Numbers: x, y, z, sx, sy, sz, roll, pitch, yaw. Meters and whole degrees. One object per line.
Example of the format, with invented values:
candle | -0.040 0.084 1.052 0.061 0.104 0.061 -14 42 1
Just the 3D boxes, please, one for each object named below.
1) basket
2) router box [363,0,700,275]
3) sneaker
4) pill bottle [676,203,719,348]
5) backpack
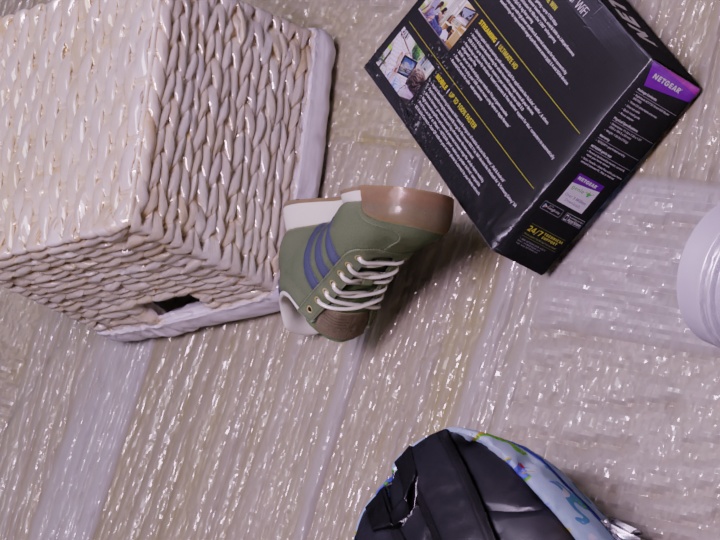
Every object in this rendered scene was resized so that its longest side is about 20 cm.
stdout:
basket | -0.144 -0.073 1.846 0.198 0.161 0.200 -12 66 44
router box | 0.099 -0.116 1.674 0.149 0.051 0.200 -50 43 17
sneaker | 0.000 0.000 1.703 0.200 0.067 0.090 173 106 -67
pill bottle | 0.254 0.025 1.390 0.200 0.109 0.109 24 91 51
backpack | 0.080 0.179 1.503 0.200 0.154 0.163 45 110 26
